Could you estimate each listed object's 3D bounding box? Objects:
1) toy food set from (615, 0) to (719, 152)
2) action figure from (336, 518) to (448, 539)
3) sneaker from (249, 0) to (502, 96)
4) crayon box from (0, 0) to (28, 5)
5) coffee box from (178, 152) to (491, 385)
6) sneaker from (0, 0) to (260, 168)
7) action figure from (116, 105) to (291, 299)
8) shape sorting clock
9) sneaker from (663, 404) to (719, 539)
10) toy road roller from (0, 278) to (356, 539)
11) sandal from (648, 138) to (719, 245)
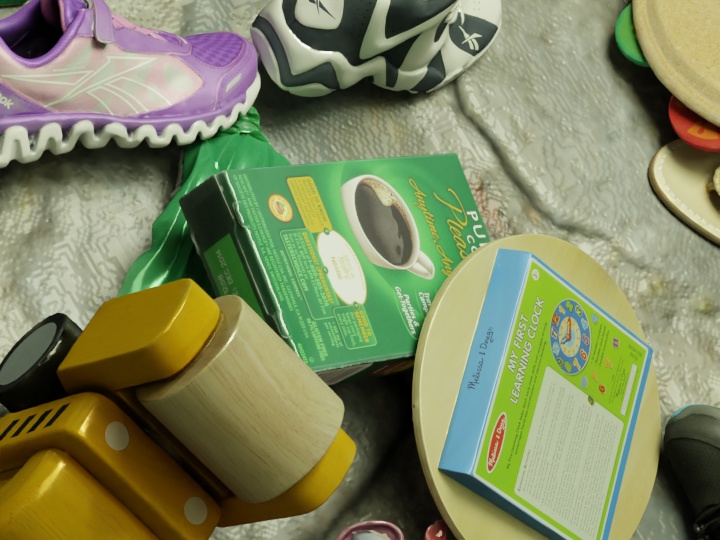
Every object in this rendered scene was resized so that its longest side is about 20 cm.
[{"bbox_3d":[0.264,-0.155,1.538,0.200,0.049,0.198,12,59,1],"label":"toy food set"},{"bbox_3d":[-0.020,0.195,1.272,0.149,0.134,0.200,13,35,31],"label":"action figure"},{"bbox_3d":[0.041,-0.169,1.412,0.199,0.130,0.080,-7,67,-44],"label":"sneaker"},{"bbox_3d":[-0.286,-0.203,1.343,0.200,0.058,0.119,-11,72,-27],"label":"crayon box"},{"bbox_3d":[0.000,0.000,1.343,0.200,0.044,0.123,-9,73,-49],"label":"coffee box"},{"bbox_3d":[-0.145,-0.116,1.335,0.200,0.089,0.080,-11,30,-28],"label":"sneaker"},{"bbox_3d":[-0.079,-0.010,1.347,0.118,0.055,0.200,19,58,-13],"label":"action figure"},{"bbox_3d":[0.101,0.079,1.363,0.200,0.039,0.200,7,81,-46],"label":"shape sorting clock"},{"bbox_3d":[0.231,0.169,1.388,0.082,0.073,0.200,-28,79,-30],"label":"sneaker"},{"bbox_3d":[-0.116,0.103,1.193,0.123,0.200,0.146,46,53,-22],"label":"toy road roller"},{"bbox_3d":[0.289,-0.037,1.512,0.212,0.070,0.078,30,58,-8],"label":"sandal"}]
